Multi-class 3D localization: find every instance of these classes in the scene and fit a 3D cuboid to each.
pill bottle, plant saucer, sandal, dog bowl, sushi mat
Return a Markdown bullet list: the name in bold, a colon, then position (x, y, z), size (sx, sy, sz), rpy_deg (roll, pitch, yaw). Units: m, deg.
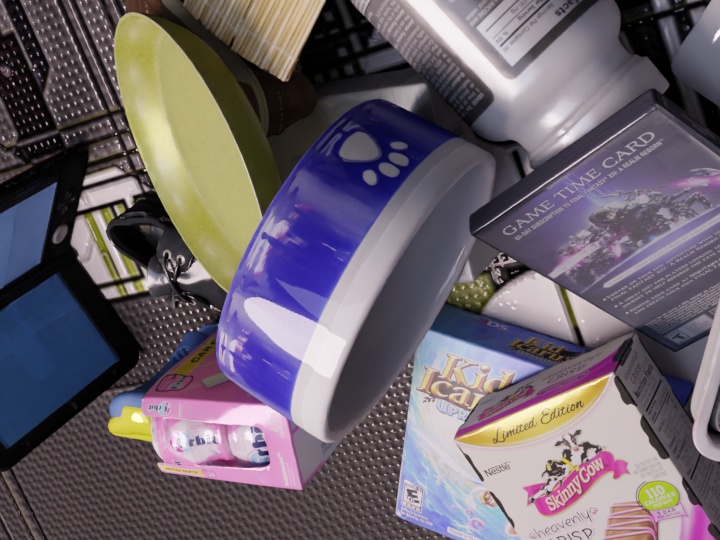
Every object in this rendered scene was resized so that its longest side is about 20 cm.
- **pill bottle**: position (0.084, -0.152, 0.748), size (0.200, 0.116, 0.116), rpy_deg (47, 127, 0)
- **plant saucer**: position (-0.100, -0.076, 0.795), size (0.200, 0.031, 0.200), rpy_deg (47, 152, 34)
- **sandal**: position (-0.136, 0.088, 0.962), size (0.079, 0.200, 0.087), rpy_deg (9, 94, 12)
- **dog bowl**: position (0.000, 0.000, 0.749), size (0.079, 0.200, 0.201), rpy_deg (30, 125, 14)
- **sushi mat**: position (-0.033, -0.217, 0.711), size (0.096, 0.012, 0.200), rpy_deg (40, 115, 23)

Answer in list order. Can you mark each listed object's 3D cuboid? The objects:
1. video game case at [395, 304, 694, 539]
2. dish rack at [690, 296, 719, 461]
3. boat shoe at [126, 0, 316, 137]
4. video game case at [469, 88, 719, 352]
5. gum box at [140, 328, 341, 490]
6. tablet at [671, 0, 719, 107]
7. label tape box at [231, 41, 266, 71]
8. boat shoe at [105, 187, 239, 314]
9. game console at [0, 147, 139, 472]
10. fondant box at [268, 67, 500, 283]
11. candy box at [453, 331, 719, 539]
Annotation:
- **video game case**: position (0.129, 0.137, 0.915), size (0.199, 0.045, 0.182), rpy_deg (17, 120, 21)
- **dish rack**: position (0.284, 0.021, 0.732), size (0.171, 0.044, 0.201), rpy_deg (-2, 121, -14)
- **boat shoe**: position (-0.098, -0.153, 0.861), size (0.202, 0.075, 0.075), rpy_deg (50, 148, 38)
- **video game case**: position (0.186, -0.021, 0.749), size (0.200, 0.019, 0.143), rpy_deg (28, 134, -31)
- **gum box**: position (-0.058, 0.079, 0.889), size (0.113, 0.200, 0.066), rpy_deg (1, 114, 26)
- **tablet**: position (0.282, -0.159, 0.699), size (0.130, 0.014, 0.200), rpy_deg (36, 126, 9)
- **label tape box**: position (-0.082, -0.249, 0.796), size (0.200, 0.066, 0.144), rpy_deg (44, 127, 18)
- **boat shoe**: position (-0.134, -0.005, 0.919), size (0.199, 0.066, 0.075), rpy_deg (40, 146, 44)
- **game console**: position (-0.256, 0.025, 0.973), size (0.118, 0.200, 0.173), rpy_deg (30, 125, 11)
- **fondant box**: position (-0.012, -0.061, 0.884), size (0.199, 0.058, 0.145), rpy_deg (-4, 112, 31)
- **candy box**: position (0.176, 0.158, 0.834), size (0.136, 0.061, 0.200), rpy_deg (-30, 98, 35)
